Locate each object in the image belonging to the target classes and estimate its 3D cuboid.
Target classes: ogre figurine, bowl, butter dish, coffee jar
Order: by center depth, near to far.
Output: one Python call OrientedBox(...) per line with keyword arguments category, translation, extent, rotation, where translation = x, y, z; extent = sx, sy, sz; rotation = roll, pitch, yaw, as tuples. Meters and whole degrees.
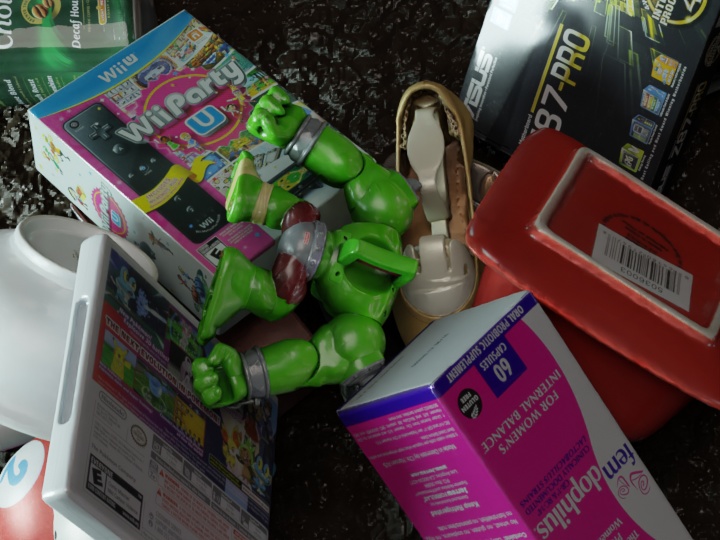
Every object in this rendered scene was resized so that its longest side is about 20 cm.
OrientedBox(category="ogre figurine", translation=(-0.031, -0.003, 1.206), extent=(0.119, 0.098, 0.201), rotation=(16, 53, -9))
OrientedBox(category="butter dish", translation=(0.147, 0.033, 1.237), extent=(0.199, 0.200, 0.148), rotation=(33, 122, 3))
OrientedBox(category="bowl", translation=(-0.190, 0.026, 1.245), extent=(0.200, 0.201, 0.091), rotation=(29, 110, 15))
OrientedBox(category="coffee jar", translation=(-0.253, -0.169, 1.432), extent=(0.199, 0.085, 0.105), rotation=(-7, 70, 5))

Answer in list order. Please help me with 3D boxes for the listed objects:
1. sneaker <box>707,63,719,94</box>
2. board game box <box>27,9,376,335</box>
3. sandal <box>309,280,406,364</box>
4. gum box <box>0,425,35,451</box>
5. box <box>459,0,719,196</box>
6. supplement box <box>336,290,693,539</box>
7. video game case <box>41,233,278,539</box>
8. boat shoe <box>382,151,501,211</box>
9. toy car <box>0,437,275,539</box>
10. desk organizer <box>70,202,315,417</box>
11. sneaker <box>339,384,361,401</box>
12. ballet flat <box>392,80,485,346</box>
OrientedBox(category="sneaker", translation=(0.197, -0.180, 1.385), extent=(0.199, 0.084, 0.121), rotation=(14, 64, 10))
OrientedBox(category="board game box", translation=(-0.109, -0.072, 1.329), extent=(0.147, 0.064, 0.200), rotation=(-37, 61, -26))
OrientedBox(category="sandal", translation=(-0.001, 0.000, 1.331), extent=(0.076, 0.043, 0.200), rotation=(-21, 53, -29))
OrientedBox(category="gum box", translation=(-0.322, 0.084, 1.363), extent=(0.199, 0.066, 0.114), rotation=(-18, 71, 0))
OrientedBox(category="box", translation=(0.164, -0.157, 1.324), extent=(0.161, 0.049, 0.201), rotation=(33, 122, 24))
OrientedBox(category="supplement box", translation=(0.096, 0.128, 1.147), extent=(0.101, 0.103, 0.200), rotation=(-41, 102, -36))
OrientedBox(category="video game case", translation=(-0.114, 0.105, 1.167), extent=(0.023, 0.200, 0.183), rotation=(-18, 47, 25))
OrientedBox(category="boat shoe", translation=(0.106, -0.029, 1.345), extent=(0.199, 0.073, 0.075), rotation=(23, 97, 5))
OrientedBox(category="toy car", translation=(-0.162, 0.159, 1.240), extent=(0.176, 0.200, 0.185), rotation=(27, 76, 7))
OrientedBox(category="desk organizer", translation=(-0.110, 0.016, 1.359), extent=(0.077, 0.072, 0.200), rotation=(-37, 71, -9))
OrientedBox(category="sneaker", translation=(0.079, 0.097, 1.317), extent=(0.199, 0.076, 0.079), rotation=(24, 53, 15))
OrientedBox(category="ballet flat", translation=(0.045, -0.030, 1.269), extent=(0.068, 0.063, 0.201), rotation=(-8, 73, 9))
